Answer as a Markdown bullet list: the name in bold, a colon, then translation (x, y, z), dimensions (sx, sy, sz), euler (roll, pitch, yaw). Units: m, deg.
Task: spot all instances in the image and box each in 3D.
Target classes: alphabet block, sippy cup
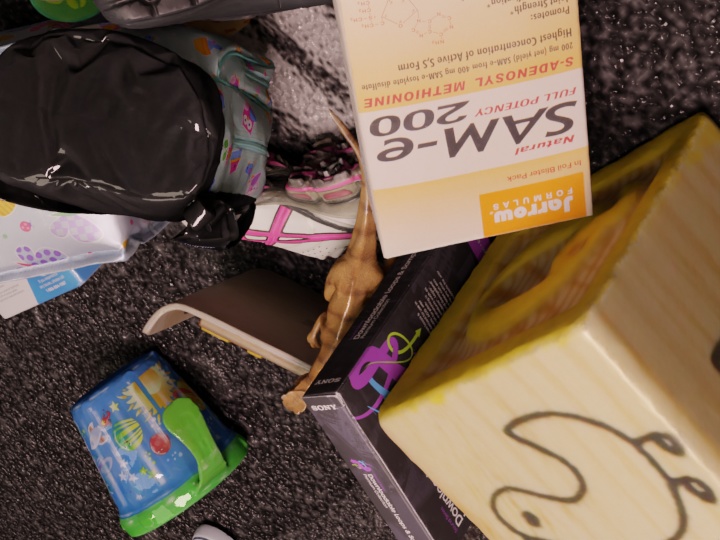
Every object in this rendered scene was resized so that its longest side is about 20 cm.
- **alphabet block**: translation (0.166, 0.067, 0.745), dimensions (0.200, 0.197, 0.195), euler (45, 139, -9)
- **sippy cup**: translation (-0.193, 0.151, 1.174), dimensions (0.177, 0.140, 0.131), euler (-31, 97, 24)

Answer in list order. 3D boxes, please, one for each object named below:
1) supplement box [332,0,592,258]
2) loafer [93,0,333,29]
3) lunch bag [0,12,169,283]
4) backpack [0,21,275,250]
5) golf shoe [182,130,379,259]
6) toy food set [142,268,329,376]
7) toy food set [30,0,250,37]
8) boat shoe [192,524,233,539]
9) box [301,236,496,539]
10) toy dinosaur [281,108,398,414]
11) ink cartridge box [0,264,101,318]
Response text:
- **supplement box**: translation (0.053, -0.118, 0.689), dimensions (0.125, 0.074, 0.201), euler (-12, 123, 0)
- **loafer**: translation (-0.054, -0.179, 0.721), dimensions (0.070, 0.199, 0.069), euler (-132, 30, -73)
- **lunch bag**: translation (-0.257, -0.087, 0.927), dimensions (0.198, 0.127, 0.171), euler (-11, 107, 16)
- **backpack**: translation (-0.122, -0.088, 0.785), dimensions (0.165, 0.200, 0.128), euler (16, 96, 13)
- **golf shoe**: translation (-0.052, -0.039, 0.909), dimensions (0.199, 0.073, 0.093), euler (-2, 129, 39)
- **toy food set**: translation (-0.045, 0.067, 0.945), dimensions (0.199, 0.143, 0.061), euler (24, 107, 16)
- **toy food set**: translation (-0.144, -0.205, 0.758), dimensions (0.196, 0.049, 0.200), euler (2, 159, -18)
- **boat shoe**: translation (-0.158, 0.368, 1.382), dimensions (0.070, 0.091, 0.202), euler (16, 136, 25)
- **box**: translation (0.053, 0.066, 0.826), dimensions (0.036, 0.200, 0.144), euler (-11, 121, 40)
- **toy dinosaur**: translation (0.000, 0.000, 0.826), dimensions (0.060, 0.106, 0.202), euler (16, 102, 16)
- **ink cartridge box**: translation (-0.307, -0.072, 1.067), dimensions (0.144, 0.084, 0.201), euler (-18, 116, 47)
